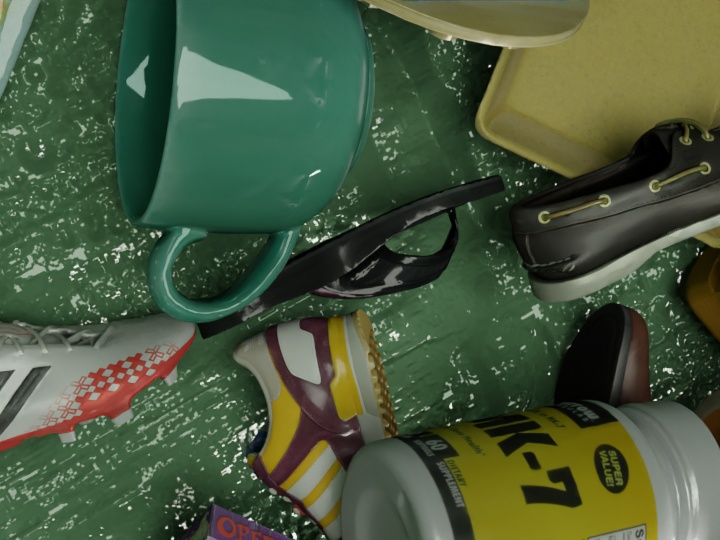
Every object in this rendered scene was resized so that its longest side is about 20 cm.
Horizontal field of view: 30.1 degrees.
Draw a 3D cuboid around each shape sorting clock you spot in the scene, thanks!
[{"bbox_3d":[0.031,-0.178,0.721,0.198,0.201,0.039,13,130,-20],"label":"shape sorting clock"}]

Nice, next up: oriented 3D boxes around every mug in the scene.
[{"bbox_3d":[-0.063,-0.083,0.716,0.113,0.152,0.186,3,123,-21],"label":"mug"}]

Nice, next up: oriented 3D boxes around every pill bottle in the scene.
[{"bbox_3d":[0.099,0.135,0.745,0.198,0.114,0.116,-8,100,-27],"label":"pill bottle"}]

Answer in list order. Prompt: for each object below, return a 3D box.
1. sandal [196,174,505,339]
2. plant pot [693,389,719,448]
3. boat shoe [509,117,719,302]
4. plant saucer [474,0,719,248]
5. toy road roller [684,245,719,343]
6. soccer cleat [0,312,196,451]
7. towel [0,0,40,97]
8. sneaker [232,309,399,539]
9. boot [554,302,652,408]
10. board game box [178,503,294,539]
[{"bbox_3d":[-0.001,0.000,0.779,0.199,0.075,0.048,-27,93,-14],"label":"sandal"},{"bbox_3d":[0.291,0.151,0.808,0.182,0.200,0.202,17,92,-16],"label":"plant pot"},{"bbox_3d":[0.181,-0.053,0.790,0.200,0.072,0.061,-29,110,-10],"label":"boat shoe"},{"bbox_3d":[0.180,-0.142,0.841,0.198,0.048,0.202,22,90,-20],"label":"plant saucer"},{"bbox_3d":[0.299,-0.017,0.877,0.123,0.145,0.201,46,45,-18],"label":"toy road roller"},{"bbox_3d":[-0.187,0.054,0.731,0.198,0.069,0.086,-23,108,-10],"label":"soccer cleat"},{"bbox_3d":[-0.239,-0.190,0.689,0.170,0.048,0.202,24,89,-21],"label":"towel"},{"bbox_3d":[-0.020,0.122,0.803,0.089,0.075,0.202,-9,105,5],"label":"sneaker"},{"bbox_3d":[0.229,0.112,0.882,0.198,0.068,0.191,-1,97,-20],"label":"boot"},{"bbox_3d":[-0.033,0.216,0.792,0.199,0.032,0.120,29,129,-21],"label":"board game box"}]
